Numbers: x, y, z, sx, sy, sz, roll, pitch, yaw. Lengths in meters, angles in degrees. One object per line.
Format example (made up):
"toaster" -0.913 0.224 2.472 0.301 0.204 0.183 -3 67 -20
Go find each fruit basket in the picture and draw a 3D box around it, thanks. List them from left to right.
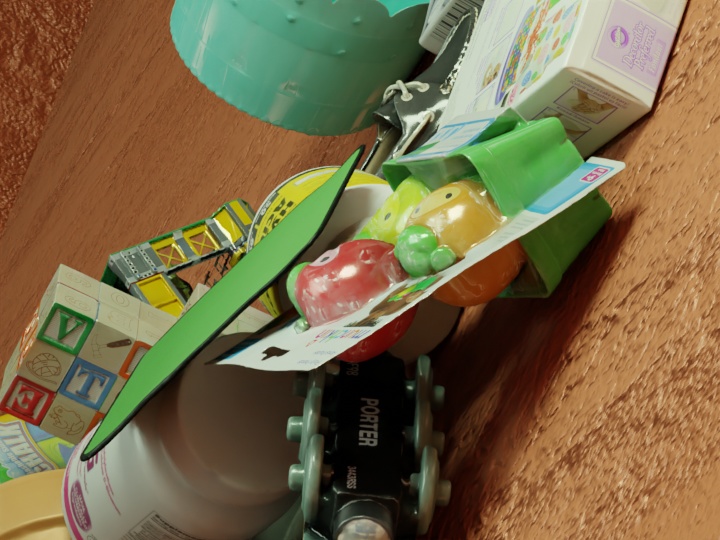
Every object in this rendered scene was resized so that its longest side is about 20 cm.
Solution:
"fruit basket" 0.021 -0.009 1.444 0.200 0.094 0.185 -28 8 -17

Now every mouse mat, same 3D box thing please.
"mouse mat" -0.075 0.017 1.547 0.200 0.008 0.161 -42 9 23

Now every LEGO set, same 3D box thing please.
"LEGO set" -0.118 0.056 1.994 0.154 0.116 0.200 -17 -30 -41

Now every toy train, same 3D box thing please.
"toy train" 0.000 0.118 1.468 0.200 0.085 0.114 -90 6 -66

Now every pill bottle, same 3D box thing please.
"pill bottle" -0.096 0.112 1.635 0.200 0.113 0.114 -41 26 59
"pill bottle" 0.000 0.000 1.645 0.112 0.111 0.200 -64 13 1

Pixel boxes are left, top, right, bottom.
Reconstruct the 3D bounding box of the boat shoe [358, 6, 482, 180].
"boat shoe" 0.033 -0.086 1.790 0.200 0.060 0.074 -65 12 -4

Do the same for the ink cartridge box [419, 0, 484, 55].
"ink cartridge box" 0.115 -0.268 1.857 0.198 0.043 0.200 -51 17 46

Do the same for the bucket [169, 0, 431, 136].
"bucket" -0.033 -0.204 1.986 0.207 0.207 0.135 -81 15 -51

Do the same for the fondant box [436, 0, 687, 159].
"fondant box" 0.114 -0.126 1.555 0.200 0.058 0.145 -40 27 63

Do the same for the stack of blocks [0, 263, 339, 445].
"stack of blocks" -0.115 0.071 1.763 0.115 0.200 0.059 -60 13 21

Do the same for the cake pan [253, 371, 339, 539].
"cake pan" -0.038 0.158 1.654 0.201 0.037 0.200 -59 14 24

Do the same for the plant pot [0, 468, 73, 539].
"plant pot" -0.180 0.244 1.752 0.200 0.200 0.140 -57 30 27

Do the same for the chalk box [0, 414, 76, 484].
"chalk box" -0.219 0.178 1.881 0.200 0.124 0.125 -17 -39 -44
